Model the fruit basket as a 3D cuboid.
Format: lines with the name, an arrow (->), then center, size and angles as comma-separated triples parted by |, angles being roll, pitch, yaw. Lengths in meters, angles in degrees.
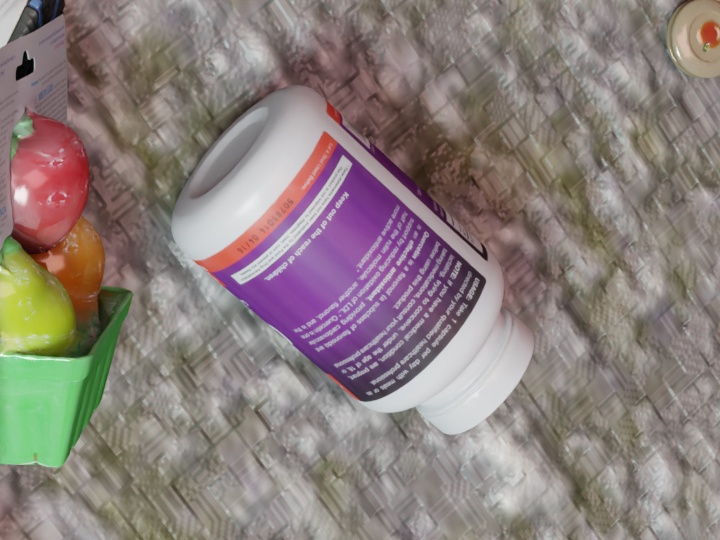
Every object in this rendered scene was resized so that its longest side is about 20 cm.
fruit basket -> -0.169, -0.014, 0.946 | 0.093, 0.185, 0.202 | -2, 105, 4

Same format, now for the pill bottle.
pill bottle -> 0.000, 0.000, 1.068 | 0.200, 0.112, 0.113 | 42, 74, -18

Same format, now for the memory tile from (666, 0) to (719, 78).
memory tile -> 0.292, -0.168, 1.253 | 0.199, 0.017, 0.154 | 21, 82, -23

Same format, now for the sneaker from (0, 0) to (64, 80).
sneaker -> -0.225, -0.072, 0.999 | 0.077, 0.076, 0.201 | 25, 81, 4
